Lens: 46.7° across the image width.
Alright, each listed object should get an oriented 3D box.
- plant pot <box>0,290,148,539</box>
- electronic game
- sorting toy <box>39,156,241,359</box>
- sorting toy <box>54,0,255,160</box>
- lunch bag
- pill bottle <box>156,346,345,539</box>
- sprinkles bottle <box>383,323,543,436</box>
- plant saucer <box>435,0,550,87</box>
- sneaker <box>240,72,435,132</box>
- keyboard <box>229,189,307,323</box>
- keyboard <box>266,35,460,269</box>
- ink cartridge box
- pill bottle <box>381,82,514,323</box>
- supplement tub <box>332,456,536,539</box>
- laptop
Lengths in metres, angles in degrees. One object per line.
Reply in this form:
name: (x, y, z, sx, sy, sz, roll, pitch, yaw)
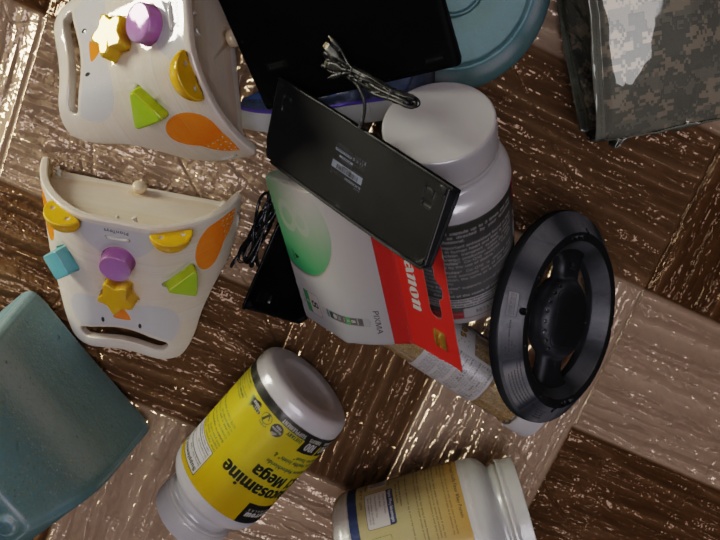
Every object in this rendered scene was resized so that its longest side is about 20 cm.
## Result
plant pot: (-0.358, 0.180, 0.802, 0.194, 0.201, 0.198, -35, 103, 11)
electronic game: (0.187, 0.045, 0.799, 0.197, 0.041, 0.206, -11, 106, -44)
sorting toy: (-0.228, 0.006, 0.824, 0.195, 0.108, 0.183, 10, 125, -3)
sorting toy: (-0.197, -0.195, 0.736, 0.176, 0.106, 0.206, -8, 87, 26)
lunch bag: (0.265, -0.222, 0.739, 0.160, 0.118, 0.205, -10, 101, 1)
pill bottle: (-0.116, 0.187, 0.853, 0.112, 0.113, 0.201, 40, 102, -11)
sprinkles bottle: (0.105, 0.092, 0.851, 0.198, 0.068, 0.069, 32, 103, -9)
plant saucer: (0.084, -0.269, 0.771, 0.194, 0.027, 0.205, 0, 107, 0)
sneaker: (-0.028, -0.208, 0.749, 0.195, 0.081, 0.150, -2, 106, 17)
keyboard: (-0.063, -0.051, 0.835, 0.102, 0.040, 0.203, 18, 105, -30)
keyboard: (0.000, -0.102, 0.661, 0.199, 0.020, 0.129, 36, 125, 29)
ink cartridge box: (0.000, 0.000, 0.746, 0.049, 0.199, 0.164, -29, 123, -24)
pill bottle: (0.080, -0.056, 0.742, 0.111, 0.116, 0.202, -12, 139, 3)
supplement tub: (0.080, 0.281, 0.865, 0.195, 0.145, 0.148, -17, 106, 5)
laptop: (-0.021, -0.266, 0.686, 0.183, 0.117, 0.203, -7, 127, 24)
